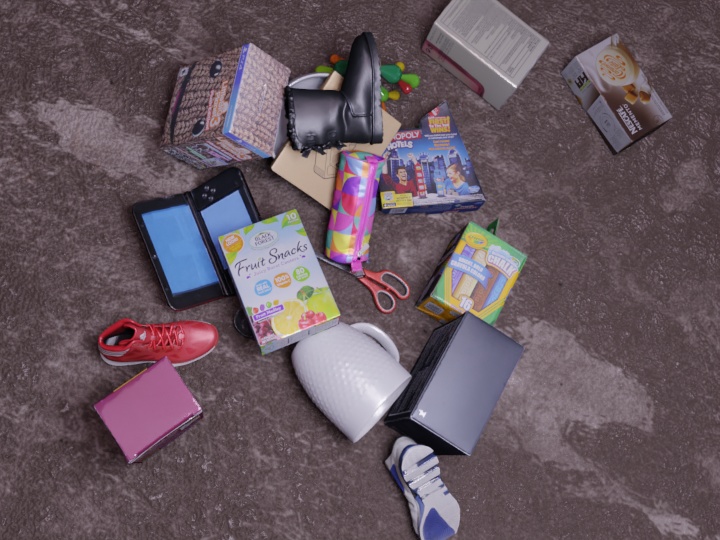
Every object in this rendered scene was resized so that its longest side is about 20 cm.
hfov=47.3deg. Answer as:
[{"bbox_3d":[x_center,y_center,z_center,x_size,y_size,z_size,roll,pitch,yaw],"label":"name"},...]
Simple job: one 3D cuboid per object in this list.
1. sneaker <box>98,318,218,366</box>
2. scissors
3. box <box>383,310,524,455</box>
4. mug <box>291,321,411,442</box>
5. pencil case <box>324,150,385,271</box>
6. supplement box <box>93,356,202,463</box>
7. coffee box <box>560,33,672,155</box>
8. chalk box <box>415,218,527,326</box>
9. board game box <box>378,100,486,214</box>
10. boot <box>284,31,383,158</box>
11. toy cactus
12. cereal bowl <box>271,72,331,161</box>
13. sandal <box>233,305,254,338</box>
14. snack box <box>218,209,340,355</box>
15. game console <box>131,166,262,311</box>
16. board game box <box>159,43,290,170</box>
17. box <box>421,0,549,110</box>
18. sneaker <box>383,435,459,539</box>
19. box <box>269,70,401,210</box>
[{"bbox_3d":[-0.332,0.117,1.351,0.197,0.116,0.080,-11,79,-12],"label":"sneaker"},{"bbox_3d":[0.000,0.000,1.485,0.199,0.014,0.073,38,78,-4],"label":"scissors"},{"bbox_3d":[0.153,0.196,1.379,0.122,0.198,0.201,31,75,-2],"label":"box"},{"bbox_3d":[-0.011,0.162,1.397,0.175,0.148,0.199,42,43,12],"label":"mug"},{"bbox_3d":[-0.009,-0.108,1.439,0.087,0.088,0.203,5,106,-9],"label":"pencil case"},{"bbox_3d":[-0.325,0.222,1.285,0.130,0.200,0.104,-34,85,-16],"label":"supplement box"},{"bbox_3d":[0.504,-0.346,1.625,0.113,0.080,0.202,-29,84,-15],"label":"coffee box"},{"bbox_3d":[0.206,0.003,1.470,0.123,0.125,0.201,31,75,-2],"label":"chalk box"},{"bbox_3d":[0.119,-0.209,1.534,0.197,0.062,0.203,-4,77,-10],"label":"board game box"},{"bbox_3d":[-0.047,-0.292,1.372,0.160,0.073,0.202,-5,98,-10],"label":"boot"},{"bbox_3d":[0.009,-0.354,1.497,0.197,0.165,0.104,16,85,1],"label":"toy cactus"},{"bbox_3d":[-0.081,-0.257,1.478,0.197,0.083,0.203,-7,110,-19],"label":"cereal bowl"},{"bbox_3d":[-0.148,0.029,1.439,0.075,0.048,0.202,31,73,-3],"label":"sandal"},{"bbox_3d":[-0.134,0.017,1.347,0.141,0.053,0.202,-20,72,-12],"label":"snack box"},{"bbox_3d":[-0.260,-0.057,1.395,0.171,0.118,0.202,-26,82,20],"label":"game console"},{"bbox_3d":[-0.233,-0.274,1.407,0.096,0.198,0.162,25,70,-44],"label":"board game box"},{"bbox_3d":[0.237,-0.432,1.581,0.199,0.109,0.128,38,74,0],"label":"box"},{"bbox_3d":[0.100,0.357,1.397,0.080,0.115,0.202,-22,111,-12],"label":"sneaker"},{"bbox_3d":[-0.041,-0.220,1.447,0.163,0.021,0.201,33,93,-26],"label":"box"}]
